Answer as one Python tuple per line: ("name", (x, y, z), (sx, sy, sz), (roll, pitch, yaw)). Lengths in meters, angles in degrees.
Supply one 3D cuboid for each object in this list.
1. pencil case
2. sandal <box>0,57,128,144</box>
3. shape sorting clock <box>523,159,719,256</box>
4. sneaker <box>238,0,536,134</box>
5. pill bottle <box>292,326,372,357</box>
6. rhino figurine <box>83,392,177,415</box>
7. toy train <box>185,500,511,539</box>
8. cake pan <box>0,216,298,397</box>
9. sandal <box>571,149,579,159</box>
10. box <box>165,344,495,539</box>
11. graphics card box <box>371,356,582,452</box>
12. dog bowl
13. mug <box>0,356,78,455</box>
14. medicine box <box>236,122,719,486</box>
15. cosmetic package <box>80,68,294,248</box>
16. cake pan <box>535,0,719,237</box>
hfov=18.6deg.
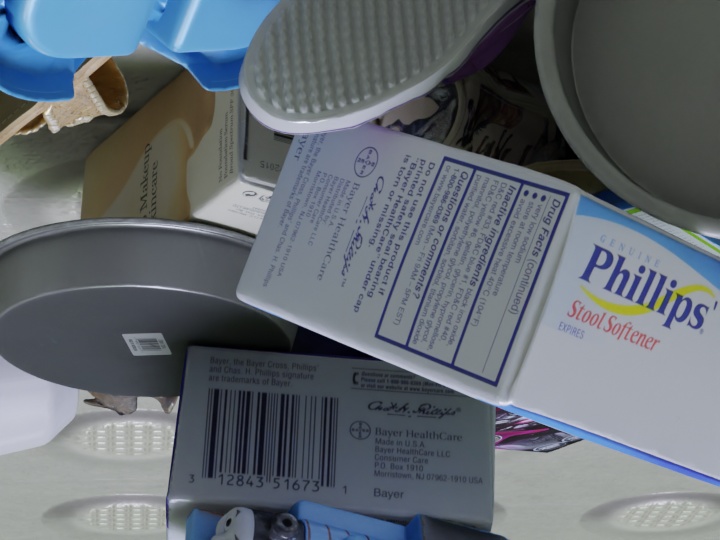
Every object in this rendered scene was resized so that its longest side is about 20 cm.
("pencil case", (0.094, -0.072, 1.260), (0.200, 0.078, 0.089), (18, 130, -41))
("sandal", (-0.146, -0.104, 1.162), (0.070, 0.078, 0.212), (21, 144, -33))
("shape sorting clock", (0.165, -0.015, 1.212), (0.200, 0.039, 0.200), (18, 159, 7))
("sneaker", (0.020, -0.105, 1.064), (0.200, 0.073, 0.114), (-32, 167, -26))
("pill bottle", (0.000, 0.000, 1.378), (0.116, 0.116, 0.200), (8, 156, -24))
("rhino figurine", (-0.166, 0.062, 1.585), (0.087, 0.060, 0.200), (25, 151, -15))
("toy train", (-0.009, 0.180, 1.206), (0.200, 0.087, 0.114), (17, 135, -17))
("cake pan", (-0.125, 0.026, 1.268), (0.200, 0.037, 0.200), (0, 156, 0))
("sandal", (0.183, -0.041, 1.255), (0.200, 0.075, 0.048), (38, 180, -42))
("box", (-0.021, 0.140, 1.314), (0.184, 0.105, 0.200), (5, 148, -3))
("graphics card box", (0.100, 0.073, 1.394), (0.125, 0.051, 0.200), (-25, 159, 37))
("dog bowl", (-0.095, -0.139, 1.015), (0.200, 0.050, 0.112), (-7, 139, -36))
("mug", (-0.279, 0.056, 1.512), (0.153, 0.187, 0.150), (-5, 127, -17))
("medicine box", (0.077, 0.013, 1.054), (0.182, 0.103, 0.200), (21, 180, -41))
("cosmetic package", (-0.087, -0.052, 1.262), (0.071, 0.105, 0.200), (14, 152, -29))
("cake pan", (0.182, -0.108, 1.018), (0.200, 0.200, 0.037), (-5, 167, 6))
